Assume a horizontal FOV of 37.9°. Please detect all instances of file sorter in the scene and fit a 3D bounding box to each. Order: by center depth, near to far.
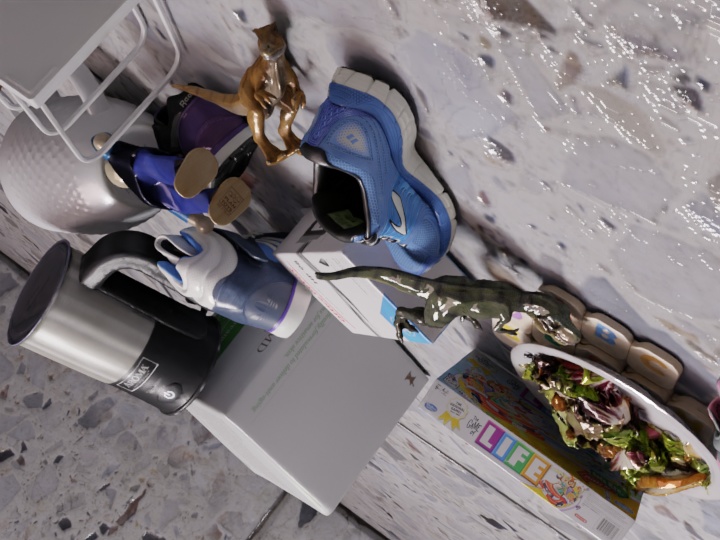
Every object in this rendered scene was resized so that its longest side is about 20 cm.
[{"bbox_3d":[-0.264,-0.201,0.854,0.200,0.139,0.125,33,165,20],"label":"file sorter"}]

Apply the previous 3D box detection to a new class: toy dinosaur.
[{"bbox_3d":[0.065,0.026,0.801,0.199,0.048,0.088,9,160,1],"label":"toy dinosaur"},{"bbox_3d":[-0.075,-0.133,0.802,0.106,0.060,0.200,65,155,-2],"label":"toy dinosaur"}]

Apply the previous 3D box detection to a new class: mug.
[{"bbox_3d":[-0.282,-0.132,1.086,0.175,0.148,0.200,7,125,49],"label":"mug"}]

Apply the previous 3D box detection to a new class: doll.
[{"bbox_3d":[-0.173,-0.078,0.919,0.136,0.049,0.200,42,165,-35],"label":"doll"}]

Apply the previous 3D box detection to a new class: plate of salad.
[{"bbox_3d":[0.198,0.129,0.837,0.200,0.048,0.200,36,166,10],"label":"plate of salad"}]

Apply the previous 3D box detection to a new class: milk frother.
[{"bbox_3d":[-0.245,0.019,1.114,0.188,0.181,0.200,32,-167,-30],"label":"milk frother"}]

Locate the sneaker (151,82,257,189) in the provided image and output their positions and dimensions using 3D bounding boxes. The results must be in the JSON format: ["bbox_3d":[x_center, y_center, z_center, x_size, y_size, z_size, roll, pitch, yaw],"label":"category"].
[{"bbox_3d":[-0.153,-0.115,0.978,0.088,0.076,0.200,46,155,-2],"label":"sneaker"}]

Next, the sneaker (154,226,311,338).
[{"bbox_3d":[-0.129,-0.015,1.028,0.146,0.081,0.200,28,-165,-18],"label":"sneaker"}]

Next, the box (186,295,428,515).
[{"bbox_3d":[-0.075,0.126,1.194,0.171,0.199,0.200,15,151,53],"label":"box"}]

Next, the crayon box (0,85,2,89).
[{"bbox_3d":[-0.408,-0.245,0.991,0.173,0.058,0.200,50,-159,-31],"label":"crayon box"}]

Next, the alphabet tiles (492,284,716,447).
[{"bbox_3d":[0.190,0.083,0.843,0.200,0.015,0.196,33,162,20],"label":"alphabet tiles"}]

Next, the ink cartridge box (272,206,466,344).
[{"bbox_3d":[0.000,0.000,0.936,0.116,0.067,0.200,45,163,-18],"label":"ink cartridge box"}]

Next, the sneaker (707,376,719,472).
[{"bbox_3d":[0.272,0.123,0.714,0.082,0.070,0.200,54,173,29],"label":"sneaker"}]

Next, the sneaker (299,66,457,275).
[{"bbox_3d":[0.005,-0.052,0.751,0.078,0.089,0.200,27,162,35],"label":"sneaker"}]

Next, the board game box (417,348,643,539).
[{"bbox_3d":[0.159,0.152,0.938,0.200,0.034,0.134,35,-163,12],"label":"board game box"}]
